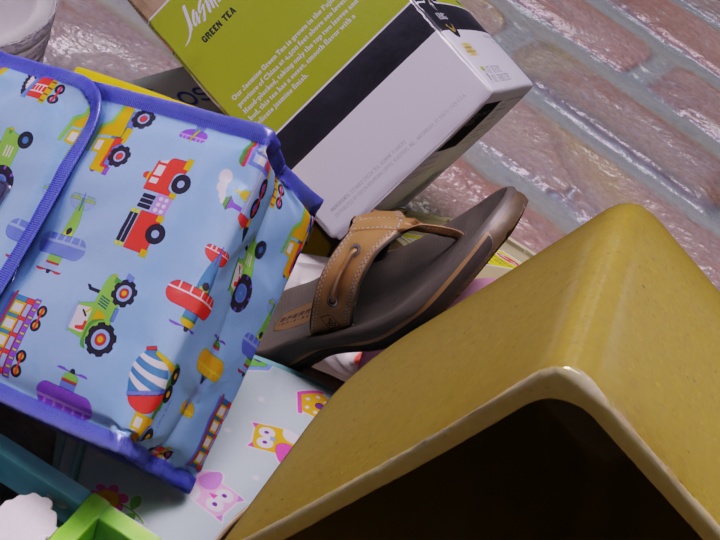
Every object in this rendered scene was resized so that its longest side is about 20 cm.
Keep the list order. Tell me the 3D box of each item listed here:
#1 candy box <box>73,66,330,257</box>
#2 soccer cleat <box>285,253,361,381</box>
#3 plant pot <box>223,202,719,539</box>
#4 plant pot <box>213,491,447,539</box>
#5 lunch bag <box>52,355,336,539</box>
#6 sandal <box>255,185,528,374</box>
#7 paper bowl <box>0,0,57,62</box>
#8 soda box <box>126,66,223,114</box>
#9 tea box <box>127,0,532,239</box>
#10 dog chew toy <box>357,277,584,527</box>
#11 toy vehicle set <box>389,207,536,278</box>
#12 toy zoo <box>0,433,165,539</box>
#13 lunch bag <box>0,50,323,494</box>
[{"bbox_3d":[-0.090,-0.054,0.871,0.101,0.027,0.200,18,-13,19],"label":"candy box"},{"bbox_3d":[-0.045,0.020,0.899,0.199,0.077,0.070,25,68,-26],"label":"soccer cleat"},{"bbox_3d":[0.093,0.088,0.629,0.194,0.195,0.200,46,36,-13],"label":"plant pot"},{"bbox_3d":[-0.004,0.189,0.625,0.199,0.027,0.202,24,52,-34],"label":"plant pot"},{"bbox_3d":[-0.082,0.119,0.726,0.159,0.078,0.201,18,35,-11],"label":"lunch bag"},{"bbox_3d":[0.000,0.000,0.769,0.055,0.199,0.082,49,48,-19],"label":"sandal"},{"bbox_3d":[-0.300,-0.195,0.981,0.199,0.105,0.202,17,35,-12],"label":"paper bowl"},{"bbox_3d":[-0.139,-0.079,0.962,0.063,0.069,0.199,40,36,18],"label":"soda box"},{"bbox_3d":[-0.010,-0.144,0.944,0.197,0.133,0.200,50,15,3],"label":"tea box"},{"bbox_3d":[0.069,0.109,0.782,0.124,0.124,0.202,-3,73,-36],"label":"dog chew toy"},{"bbox_3d":[0.070,-0.002,0.964,0.123,0.027,0.200,10,13,-22],"label":"toy vehicle set"},{"bbox_3d":[-0.190,0.108,0.606,0.199,0.021,0.131,30,42,11],"label":"toy zoo"},{"bbox_3d":[-0.142,-0.012,0.682,0.198,0.152,0.094,20,-13,20],"label":"lunch bag"}]
